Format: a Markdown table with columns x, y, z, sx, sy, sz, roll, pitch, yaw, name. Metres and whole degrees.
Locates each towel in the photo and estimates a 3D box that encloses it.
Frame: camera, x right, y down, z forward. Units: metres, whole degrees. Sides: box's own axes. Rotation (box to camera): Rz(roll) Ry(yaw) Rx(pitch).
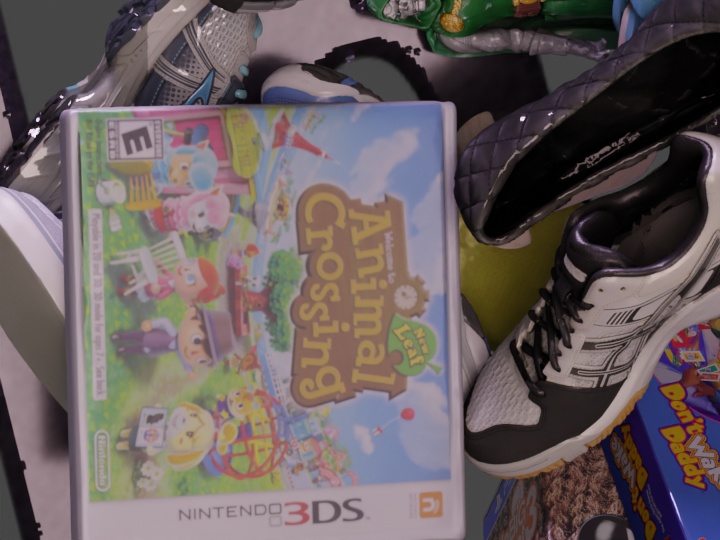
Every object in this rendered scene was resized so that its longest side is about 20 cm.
| x | y | z | sx | sy | sz | roll | pitch | yaw | name |
| --- | --- | --- | --- | --- | --- | --- | --- | --- | --- |
| 0.048 | -0.013 | 1.369 | 0.199 | 0.018 | 0.087 | 23 | 97 | -12 | towel |

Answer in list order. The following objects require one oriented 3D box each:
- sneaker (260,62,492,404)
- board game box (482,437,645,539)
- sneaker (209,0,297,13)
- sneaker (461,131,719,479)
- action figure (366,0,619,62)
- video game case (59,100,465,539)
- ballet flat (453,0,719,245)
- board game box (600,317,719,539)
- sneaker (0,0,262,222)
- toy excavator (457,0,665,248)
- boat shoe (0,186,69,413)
| x | y | z | sx | sy | sz | roll | pitch | yaw | name |
| --- | --- | --- | --- | --- | --- | --- | --- | --- | --- |
| 0.000 | 0.000 | 1.305 | 0.077 | 0.075 | 0.201 | -32 | 104 | -38 | sneaker |
| 0.148 | 0.178 | 1.308 | 0.158 | 0.201 | 0.097 | 9 | 136 | -11 | board game box |
| 0.015 | -0.178 | 1.247 | 0.200 | 0.115 | 0.075 | -33 | 105 | -45 | sneaker |
| 0.105 | 0.010 | 1.261 | 0.200 | 0.076 | 0.087 | -44 | 137 | 16 | sneaker |
| 0.101 | -0.141 | 1.343 | 0.198 | 0.055 | 0.119 | -9 | 112 | -3 | action figure |
| -0.042 | 0.026 | 1.253 | 0.181 | 0.022 | 0.202 | -2 | 92 | -17 | video game case |
| 0.128 | -0.071 | 1.230 | 0.199 | 0.057 | 0.066 | -33 | 128 | 21 | ballet flat |
| 0.184 | 0.081 | 1.310 | 0.133 | 0.201 | 0.045 | -1 | 139 | -19 | board game box |
| -0.084 | -0.084 | 1.314 | 0.086 | 0.078 | 0.200 | 38 | 98 | -18 | sneaker |
| 0.146 | -0.101 | 1.292 | 0.193 | 0.100 | 0.201 | 2 | 117 | -10 | toy excavator |
| -0.103 | 0.034 | 1.288 | 0.071 | 0.070 | 0.201 | -42 | 100 | -29 | boat shoe |
